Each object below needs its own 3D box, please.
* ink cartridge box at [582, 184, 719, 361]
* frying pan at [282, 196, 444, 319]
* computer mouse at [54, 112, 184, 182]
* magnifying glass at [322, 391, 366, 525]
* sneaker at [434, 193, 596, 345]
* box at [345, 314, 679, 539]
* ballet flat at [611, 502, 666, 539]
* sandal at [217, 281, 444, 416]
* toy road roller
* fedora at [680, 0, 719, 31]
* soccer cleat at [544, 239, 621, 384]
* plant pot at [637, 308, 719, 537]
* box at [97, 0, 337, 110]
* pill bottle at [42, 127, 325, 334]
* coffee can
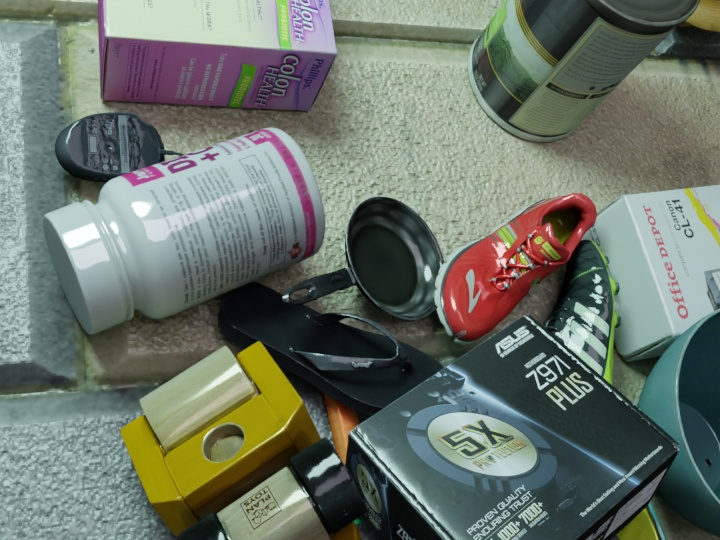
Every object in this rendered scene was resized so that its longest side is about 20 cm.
[{"bbox_3d":[0.339,-0.002,0.873,0.197,0.086,0.150,-7,71,-24],"label":"ink cartridge box"},{"bbox_3d":[0.012,0.012,0.754,0.115,0.031,0.190,49,47,-11],"label":"frying pan"},{"bbox_3d":[-0.163,-0.099,0.765,0.197,0.034,0.060,2,76,-27],"label":"computer mouse"},{"bbox_3d":[-0.002,0.178,0.712,0.078,0.022,0.203,-6,73,-22],"label":"magnifying glass"},{"bbox_3d":[0.144,-0.013,0.798,0.200,0.085,0.077,-43,98,-29],"label":"sneaker"},{"bbox_3d":[0.112,0.152,0.672,0.198,0.087,0.164,-28,54,-29],"label":"box"},{"bbox_3d":[0.241,0.279,0.736,0.066,0.067,0.203,-19,77,-4],"label":"ballet flat"},{"bbox_3d":[-0.022,0.062,0.718,0.197,0.043,0.077,21,44,-5],"label":"sandal"},{"bbox_3d":[-0.075,0.168,0.641,0.122,0.147,0.200,-31,45,-12],"label":"toy road roller"},{"bbox_3d":[0.396,-0.355,1.041,0.197,0.082,0.204,5,72,-15],"label":"fedora"},{"bbox_3d":[0.194,0.062,0.807,0.080,0.068,0.203,6,66,-4],"label":"soccer cleat"},{"bbox_3d":[0.322,0.148,0.775,0.197,0.135,0.203,7,66,-17],"label":"plant pot"},{"bbox_3d":[-0.136,-0.250,0.796,0.197,0.097,0.179,-1,69,-20],"label":"box"},{"bbox_3d":[-0.137,-0.031,0.694,0.198,0.113,0.114,-23,78,-26],"label":"pill bottle"},{"bbox_3d":[0.210,-0.239,0.857,0.144,0.200,0.149,7,65,-17],"label":"coffee can"}]
